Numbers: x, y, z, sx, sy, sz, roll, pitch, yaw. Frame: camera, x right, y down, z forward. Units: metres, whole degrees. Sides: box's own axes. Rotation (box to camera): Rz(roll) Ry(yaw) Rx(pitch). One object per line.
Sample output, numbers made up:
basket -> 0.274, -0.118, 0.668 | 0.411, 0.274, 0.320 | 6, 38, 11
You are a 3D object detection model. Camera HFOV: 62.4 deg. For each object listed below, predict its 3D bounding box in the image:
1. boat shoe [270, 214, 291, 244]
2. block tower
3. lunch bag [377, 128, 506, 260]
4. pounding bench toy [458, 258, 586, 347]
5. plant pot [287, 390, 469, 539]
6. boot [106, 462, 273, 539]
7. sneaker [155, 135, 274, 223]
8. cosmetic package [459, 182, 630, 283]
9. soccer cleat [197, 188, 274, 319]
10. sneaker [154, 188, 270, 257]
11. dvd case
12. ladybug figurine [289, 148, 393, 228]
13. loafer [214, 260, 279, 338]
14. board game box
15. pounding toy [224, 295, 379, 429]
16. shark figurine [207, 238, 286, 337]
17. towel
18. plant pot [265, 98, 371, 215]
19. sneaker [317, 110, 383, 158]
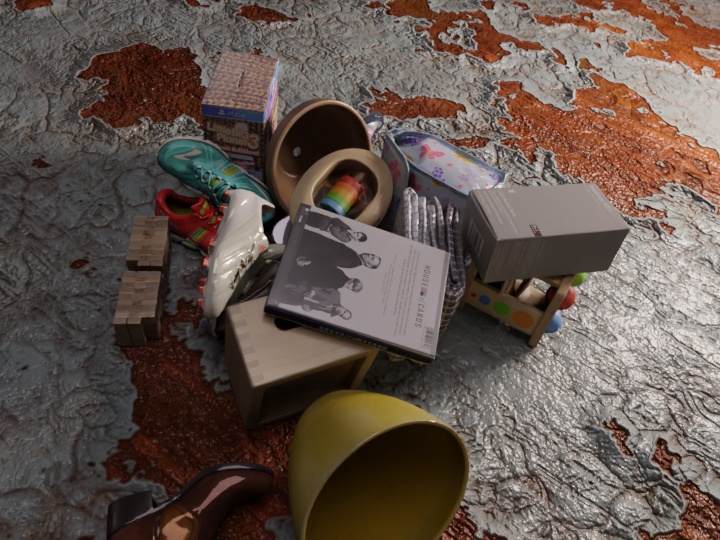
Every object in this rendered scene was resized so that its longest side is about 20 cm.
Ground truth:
boat shoe -> -0.062, -0.078, 0.965 | 0.199, 0.070, 0.071 | -37, 79, -26
block tower -> -0.309, 0.010, 0.857 | 0.053, 0.058, 0.202 | 0, 50, -9
lunch bag -> 0.106, -0.112, 0.958 | 0.199, 0.171, 0.127 | 35, 47, 18
pounding bench toy -> 0.268, -0.011, 0.925 | 0.155, 0.125, 0.200 | 27, 49, 15
plant pot -> -0.001, 0.214, 0.656 | 0.198, 0.202, 0.142 | -17, 28, -23
boot -> -0.161, 0.311, 0.603 | 0.186, 0.069, 0.201 | -10, 51, -18
sneaker -> -0.214, -0.136, 0.908 | 0.199, 0.078, 0.080 | 28, 19, -27
cosmetic package -> 0.249, -0.054, 0.818 | 0.197, 0.091, 0.108 | -8, 47, -13
soccer cleat -> -0.165, -0.025, 0.800 | 0.077, 0.069, 0.202 | 15, 58, -11
sneaker -> -0.235, -0.070, 0.921 | 0.198, 0.085, 0.077 | 19, 49, 9
dvd case -> 0.003, 0.012, 0.699 | 0.198, 0.025, 0.152 | 19, 56, -5
ladybug figurine -> -0.032, -0.099, 0.901 | 0.135, 0.072, 0.200 | 39, 63, 6
loafer -> -0.115, 0.027, 0.816 | 0.198, 0.073, 0.072 | -29, 73, -13
board game box -> -0.195, -0.229, 0.993 | 0.095, 0.201, 0.161 | 6, 47, -4
pounding toy -> -0.070, 0.087, 0.759 | 0.198, 0.185, 0.143 | -15, 64, -22
shark figurine -> -0.145, -0.002, 0.886 | 0.213, 0.089, 0.129 | -24, 89, -18
towel -> 0.087, 0.009, 0.851 | 0.084, 0.167, 0.202 | 7, 49, -7
plant pot -> -0.084, -0.187, 0.991 | 0.199, 0.203, 0.092 | -27, 37, -30
sneaker -> -0.003, -0.229, 1.127 | 0.082, 0.070, 0.200 | 42, 56, 5
